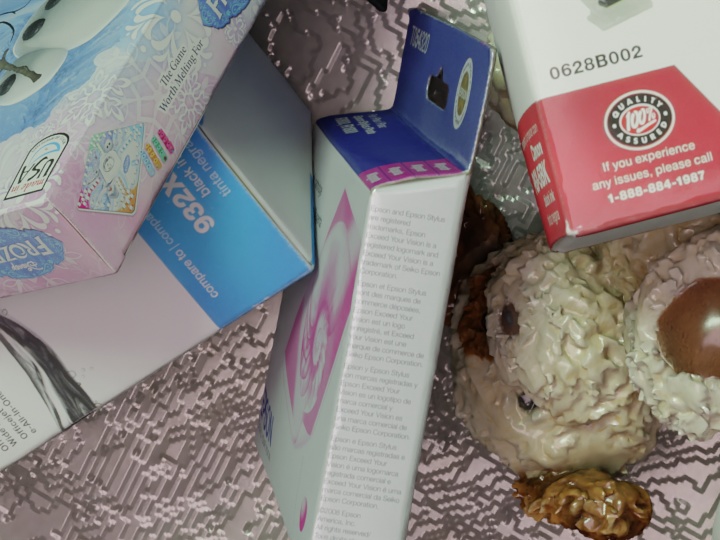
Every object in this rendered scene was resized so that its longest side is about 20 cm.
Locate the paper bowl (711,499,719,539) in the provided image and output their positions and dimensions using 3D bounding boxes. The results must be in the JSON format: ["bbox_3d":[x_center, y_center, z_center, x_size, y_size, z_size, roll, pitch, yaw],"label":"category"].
[{"bbox_3d":[0.214,0.100,0.874,0.201,0.200,0.104,-48,54,13],"label":"paper bowl"}]

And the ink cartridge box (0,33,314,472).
[{"bbox_3d":[-0.122,-0.011,0.941,0.199,0.145,0.084,-33,116,15],"label":"ink cartridge box"}]

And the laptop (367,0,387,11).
[{"bbox_3d":[0.000,-0.238,0.862,0.200,0.177,0.103,-49,42,4],"label":"laptop"}]

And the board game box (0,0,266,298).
[{"bbox_3d":[-0.130,-0.071,0.892,0.199,0.200,0.043,-11,133,41],"label":"board game box"}]

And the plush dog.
[{"bbox_3d":[0.104,0.010,0.928,0.172,0.160,0.201,-40,59,27],"label":"plush dog"}]

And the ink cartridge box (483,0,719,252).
[{"bbox_3d":[0.111,-0.122,0.788,0.146,0.083,0.201,-15,87,1],"label":"ink cartridge box"}]

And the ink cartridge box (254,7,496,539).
[{"bbox_3d":[0.000,0.000,0.901,0.043,0.196,0.201,8,99,-9],"label":"ink cartridge box"}]
